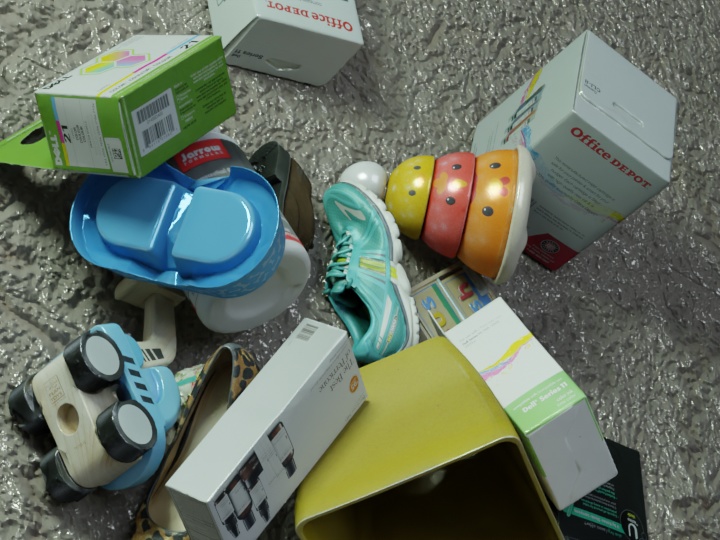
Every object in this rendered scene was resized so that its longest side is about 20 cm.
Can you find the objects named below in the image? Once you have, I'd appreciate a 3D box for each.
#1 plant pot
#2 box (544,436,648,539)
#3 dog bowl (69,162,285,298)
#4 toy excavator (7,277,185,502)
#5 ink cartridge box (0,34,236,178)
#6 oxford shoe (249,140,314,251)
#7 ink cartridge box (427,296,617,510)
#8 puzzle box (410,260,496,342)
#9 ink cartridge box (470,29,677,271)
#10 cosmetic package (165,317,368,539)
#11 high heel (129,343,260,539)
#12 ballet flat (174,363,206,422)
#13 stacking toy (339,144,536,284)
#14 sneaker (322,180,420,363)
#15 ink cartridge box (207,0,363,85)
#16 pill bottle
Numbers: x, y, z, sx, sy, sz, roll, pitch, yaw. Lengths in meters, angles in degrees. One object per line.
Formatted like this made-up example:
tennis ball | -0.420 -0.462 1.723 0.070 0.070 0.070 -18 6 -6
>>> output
plant pot | 0.052 0.182 1.539 0.177 0.198 0.201 -107 173 -49
box | 0.182 0.267 1.651 0.124 0.148 0.202 23 49 -29
dog bowl | -0.152 -0.035 1.498 0.050 0.198 0.112 52 53 -59
toy excavator | -0.201 0.089 1.495 0.199 0.100 0.196 -1 60 -57
ink cartridge box | -0.233 -0.149 1.536 0.148 0.198 0.077 -40 128 -47
oxford shoe | -0.078 -0.027 1.689 0.084 0.072 0.202 39 47 -32
ink cartridge box | 0.144 0.108 1.589 0.200 0.067 0.118 52 -8 48
puzzle box | 0.124 0.091 1.816 0.133 0.025 0.201 -28 82 -48
ink cartridge box | 0.233 -0.131 1.937 0.145 0.200 0.146 34 45 -19
cosmetic package | -0.072 0.139 1.440 0.200 0.050 0.083 -51 142 -32
high heel | -0.144 0.158 1.436 0.071 0.143 0.201 20 51 18
ballet flat | -0.083 0.129 1.578 0.199 0.064 0.076 14 56 -35
stacking toy | 0.075 -0.071 1.820 0.198 0.147 0.147 9 51 -3
sneaker | 0.000 0.000 1.738 0.079 0.078 0.202 -3 64 -33
ink cartridge box | -0.089 -0.313 1.867 0.145 0.083 0.202 9 57 -37
pill bottle | -0.137 -0.052 1.594 0.113 0.114 0.201 -3 49 -42
